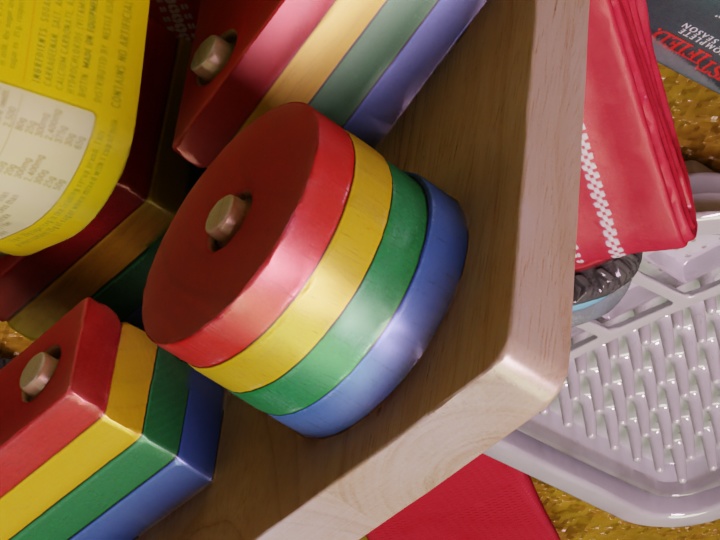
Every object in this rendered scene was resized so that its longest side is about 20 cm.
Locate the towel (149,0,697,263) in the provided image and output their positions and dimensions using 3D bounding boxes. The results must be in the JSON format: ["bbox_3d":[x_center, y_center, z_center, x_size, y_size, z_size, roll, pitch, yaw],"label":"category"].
[{"bbox_3d":[-0.006,-0.052,0.895,0.200,0.022,0.145,-7,129,17],"label":"towel"}]

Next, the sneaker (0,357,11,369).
[{"bbox_3d":[-0.114,0.088,1.146,0.088,0.076,0.200,-11,148,40],"label":"sneaker"}]

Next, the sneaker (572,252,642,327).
[{"bbox_3d":[0.000,0.000,1.004,0.200,0.079,0.096,-2,155,15],"label":"sneaker"}]

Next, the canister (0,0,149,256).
[{"bbox_3d":[-0.154,-0.094,0.747,0.200,0.149,0.087,17,157,-34],"label":"canister"}]

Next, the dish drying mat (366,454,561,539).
[{"bbox_3d":[0.034,0.092,1.203,0.077,0.018,0.200,-10,149,11],"label":"dish drying mat"}]

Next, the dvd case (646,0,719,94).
[{"bbox_3d":[0.141,-0.121,0.861,0.146,0.022,0.200,22,139,-36],"label":"dvd case"}]

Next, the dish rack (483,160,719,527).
[{"bbox_3d":[0.119,0.027,1.081,0.172,0.044,0.200,-28,142,32],"label":"dish rack"}]

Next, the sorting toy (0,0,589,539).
[{"bbox_3d":[-0.033,-0.010,0.784,0.070,0.200,0.199,34,130,-24],"label":"sorting toy"}]
